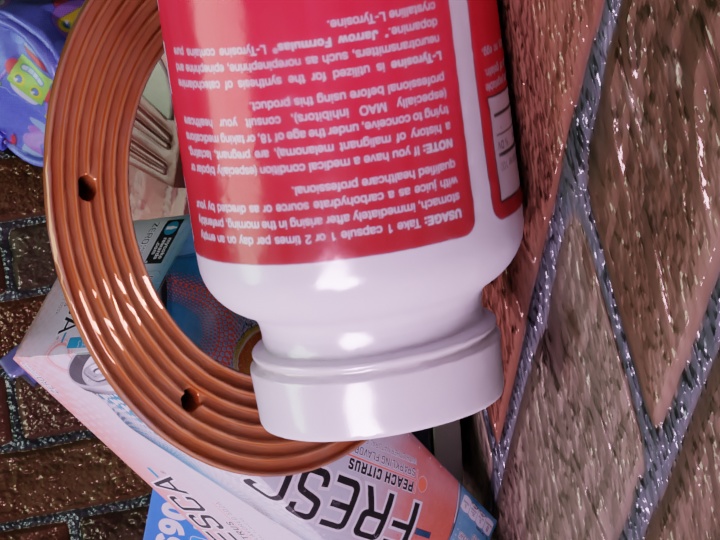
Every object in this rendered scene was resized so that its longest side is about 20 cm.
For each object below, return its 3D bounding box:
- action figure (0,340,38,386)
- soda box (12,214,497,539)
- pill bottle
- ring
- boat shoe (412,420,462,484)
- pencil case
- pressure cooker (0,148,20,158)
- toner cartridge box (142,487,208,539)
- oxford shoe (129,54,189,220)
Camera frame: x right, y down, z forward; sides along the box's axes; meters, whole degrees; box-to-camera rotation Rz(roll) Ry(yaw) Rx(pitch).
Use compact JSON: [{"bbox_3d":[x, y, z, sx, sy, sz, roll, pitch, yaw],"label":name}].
[{"bbox_3d":[-0.101,-0.015,1.282,0.105,0.199,0.194,47,165,36],"label":"action figure"},{"bbox_3d":[-0.035,0.066,0.980,0.200,0.068,0.064,46,-124,-33],"label":"soda box"},{"bbox_3d":[-0.006,-0.052,0.860,0.112,0.111,0.202,-133,34,-76],"label":"pill bottle"},{"bbox_3d":[-0.038,-0.028,0.924,0.019,0.200,0.202,-6,94,45],"label":"ring"},{"bbox_3d":[0.000,0.000,1.070,0.075,0.061,0.202,-129,31,-78],"label":"boat shoe"},{"bbox_3d":[-0.096,-0.116,1.147,0.078,0.200,0.087,51,140,-1],"label":"pencil case"},{"bbox_3d":[-0.125,-0.172,1.319,0.179,0.175,0.201,53,-151,-57],"label":"pressure cooker"},{"bbox_3d":[-0.044,0.033,1.152,0.201,0.043,0.095,-70,-7,-51],"label":"toner cartridge box"},{"bbox_3d":[-0.075,-0.022,1.099,0.071,0.074,0.201,35,132,26],"label":"oxford shoe"}]
